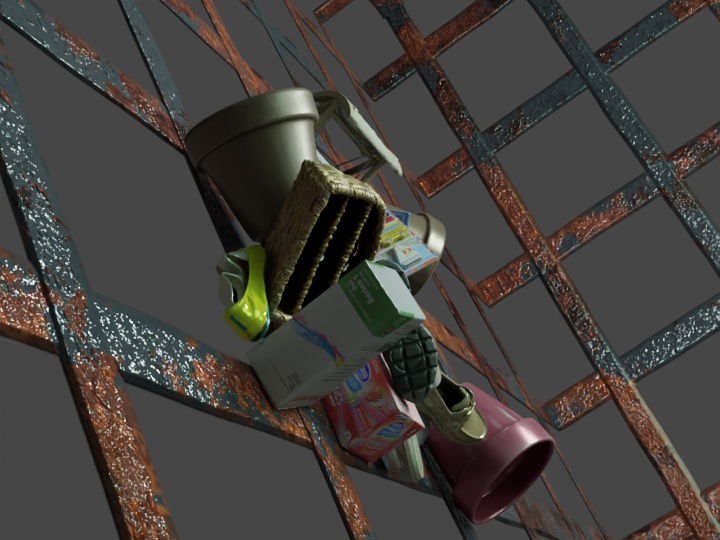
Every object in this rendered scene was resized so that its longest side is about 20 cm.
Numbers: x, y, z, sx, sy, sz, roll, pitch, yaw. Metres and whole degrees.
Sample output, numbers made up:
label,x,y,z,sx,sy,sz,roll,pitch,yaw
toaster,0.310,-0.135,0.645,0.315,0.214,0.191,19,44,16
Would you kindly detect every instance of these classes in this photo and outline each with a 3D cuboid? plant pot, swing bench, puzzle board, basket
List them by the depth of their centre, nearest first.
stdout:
label,x,y,z,sx,sy,sz,roll,pitch,yaw
basket,-0.043,-0.023,1.446,0.141,0.202,0.149,23,11,-21
plant pot,-0.132,-0.143,1.567,0.177,0.198,0.200,67,12,4
puzzle board,0.000,-0.029,1.616,0.151,0.198,0.018,43,-38,28
plant pot,0.204,0.300,1.852,0.179,0.200,0.200,45,5,30
swing bench,-0.056,-0.228,2.099,0.199,0.199,0.131,45,15,-44
plant pot,0.047,-0.055,2.175,0.173,0.201,0.201,31,21,-23

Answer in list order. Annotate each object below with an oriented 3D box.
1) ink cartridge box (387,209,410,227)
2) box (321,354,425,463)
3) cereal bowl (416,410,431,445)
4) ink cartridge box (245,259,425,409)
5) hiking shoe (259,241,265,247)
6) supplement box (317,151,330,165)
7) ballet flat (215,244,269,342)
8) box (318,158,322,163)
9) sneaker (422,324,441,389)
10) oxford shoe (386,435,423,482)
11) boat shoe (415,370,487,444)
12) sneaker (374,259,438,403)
label,x,y,z,sx,sy,sz,roll,pitch,yaw
ink cartridge box,0.000,0.000,1.733,0.076,0.134,0.204,64,35,-87
box,-0.001,0.156,1.547,0.095,0.102,0.202,40,19,-53
cereal bowl,0.054,0.192,1.731,0.201,0.083,0.201,54,13,-18
ink cartridge box,-0.030,0.084,1.377,0.085,0.199,0.145,55,11,14
hiking shoe,-0.112,-0.040,1.672,0.101,0.075,0.201,53,13,-36
supplement box,-0.068,-0.124,2.019,0.200,0.100,0.104,46,15,-45
ballet flat,-0.155,0.014,1.392,0.067,0.067,0.201,32,23,-25
box,-0.099,-0.125,1.855,0.201,0.039,0.138,50,54,-31
sneaker,0.075,0.105,1.641,0.200,0.070,0.081,-112,178,-66
oxford shoe,0.046,0.216,1.600,0.075,0.057,0.203,47,30,-68
boat shoe,0.146,0.213,1.691,0.200,0.064,0.073,42,49,-35
sneaker,0.055,0.086,1.515,0.079,0.074,0.203,140,-63,-71
